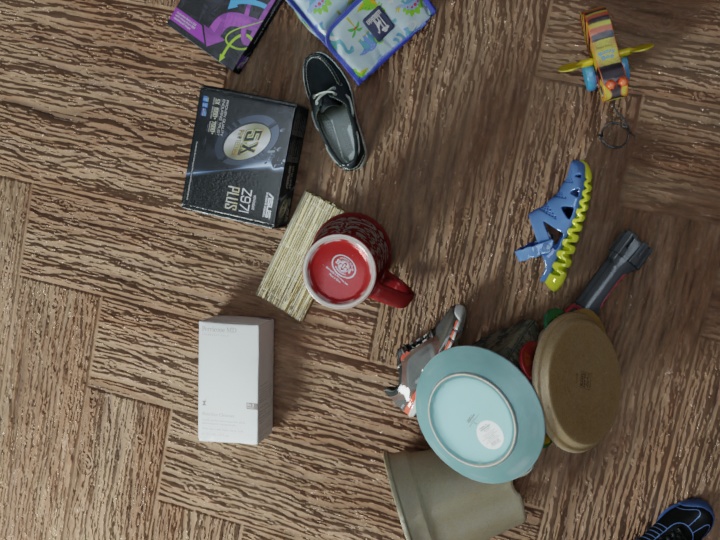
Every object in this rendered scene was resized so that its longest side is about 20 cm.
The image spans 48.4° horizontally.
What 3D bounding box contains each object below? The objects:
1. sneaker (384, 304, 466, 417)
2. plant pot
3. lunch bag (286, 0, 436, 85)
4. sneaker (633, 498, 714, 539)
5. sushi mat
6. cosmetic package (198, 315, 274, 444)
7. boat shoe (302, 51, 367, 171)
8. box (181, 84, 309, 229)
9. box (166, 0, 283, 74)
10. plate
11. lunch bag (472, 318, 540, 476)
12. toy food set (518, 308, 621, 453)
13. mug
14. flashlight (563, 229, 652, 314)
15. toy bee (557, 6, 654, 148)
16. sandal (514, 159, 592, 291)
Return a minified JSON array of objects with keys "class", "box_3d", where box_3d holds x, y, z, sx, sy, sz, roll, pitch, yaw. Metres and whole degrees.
[{"class":"sneaker","box_3d":[0.099,0.134,1.279,0.081,0.077,0.201,30,99,14]},{"class":"plant pot","box_3d":[0.150,0.350,1.242,0.182,0.200,0.202,-18,91,0]},{"class":"lunch bag","box_3d":[-0.007,-0.416,1.230,0.170,0.128,0.200,-40,101,9]},{"class":"sneaker","box_3d":[0.461,0.429,1.229,0.200,0.078,0.070,-40,87,12]},{"class":"sushi mat","box_3d":[-0.094,-0.024,1.333,0.095,0.012,0.201,28,100,8]},{"class":"cosmetic package","box_3d":[-0.207,0.180,1.339,0.112,0.081,0.202,0,96,13]},{"class":"boat shoe","box_3d":[-0.042,-0.257,1.277,0.075,0.060,0.202,-26,90,12]},{"class":"box","box_3d":[-0.187,-0.183,1.300,0.162,0.086,0.202,13,97,9]},{"class":"box","box_3d":[-0.207,-0.447,1.306,0.142,0.036,0.201,35,99,6]},{"class":"plate","box_3d":[0.157,0.203,1.102,0.199,0.025,0.202,10,108,33]},{"class":"lunch bag","box_3d":[0.221,0.193,1.191,0.139,0.200,0.169,-29,93,32]},{"class":"toy food set","box_3d":[0.296,0.152,1.122,0.048,0.196,0.202,-7,85,51]},{"class":"mug","box_3d":[-0.001,-0.012,1.215,0.175,0.200,0.135,6,98,4]},{"class":"flashlight","box_3d":[0.368,0.037,1.223,0.068,0.068,0.201,35,95,-2]},{"class":"toy bee","box_3d":[0.370,-0.293,1.168,0.130,0.109,0.201,-34,88,10]},{"class":"sandal","box_3d":[0.296,-0.074,1.220,0.086,0.079,0.202,19,97,12]}]
